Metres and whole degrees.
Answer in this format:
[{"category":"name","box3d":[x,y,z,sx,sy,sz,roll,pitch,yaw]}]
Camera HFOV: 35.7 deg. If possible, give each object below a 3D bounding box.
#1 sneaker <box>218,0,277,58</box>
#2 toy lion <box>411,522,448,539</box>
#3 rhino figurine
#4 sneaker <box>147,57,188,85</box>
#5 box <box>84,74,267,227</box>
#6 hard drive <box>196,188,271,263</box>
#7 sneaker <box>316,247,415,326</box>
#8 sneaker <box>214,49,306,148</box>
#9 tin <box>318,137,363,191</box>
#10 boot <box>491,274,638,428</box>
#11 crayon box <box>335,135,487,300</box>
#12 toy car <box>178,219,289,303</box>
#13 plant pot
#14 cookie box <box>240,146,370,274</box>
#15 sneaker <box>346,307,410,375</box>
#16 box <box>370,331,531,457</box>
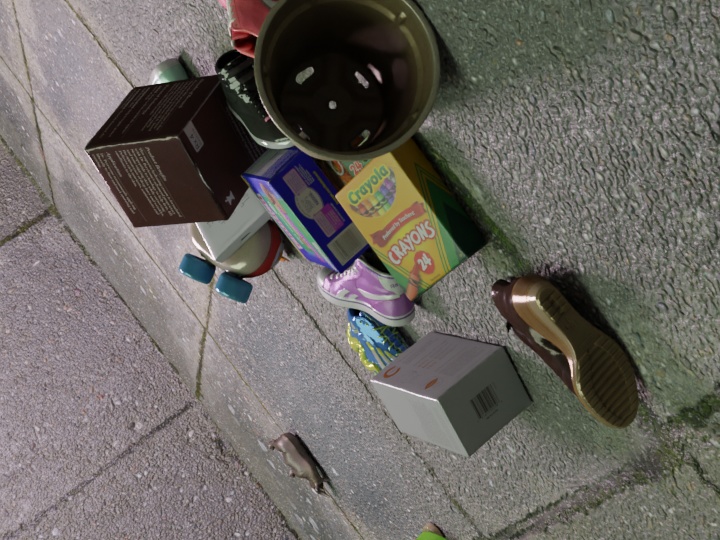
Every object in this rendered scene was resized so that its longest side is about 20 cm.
[{"category":"sneaker","box3d":[-0.146,-0.329,1.456,0.200,0.086,0.074,41,155,35]},{"category":"toy lion","box3d":[0.201,0.608,2.185,0.191,0.068,0.202,8,130,54]},{"category":"rhino figurine","box3d":[-0.142,0.480,2.745,0.201,0.060,0.088,50,149,5]},{"category":"sneaker","box3d":[-0.329,-0.275,1.961,0.119,0.073,0.200,60,158,5]},{"category":"box","box3d":[-0.284,-0.185,1.749,0.198,0.165,0.167,-2,131,31]},{"category":"hard drive","box3d":[-0.231,-0.132,1.851,0.026,0.132,0.201,20,-146,-56]},{"category":"sneaker","box3d":[0.001,0.000,1.677,0.199,0.072,0.115,18,136,43]},{"category":"sneaker","box3d":[-0.150,-0.250,1.609,0.200,0.070,0.100,42,162,42]},{"category":"tin","box3d":[0.015,-0.108,1.510,0.200,0.042,0.112,47,155,19]},{"category":"boot","box3d":[0.237,0.089,1.311,0.201,0.072,0.166,56,172,-5]},{"category":"crayon box","box3d":[0.052,-0.077,1.397,0.201,0.051,0.127,54,137,4]},{"category":"toy car","box3d":[-0.179,-0.043,1.933,0.176,0.186,0.199,24,-178,34]},{"category":"plant pot","box3d":[-0.024,-0.207,1.263,0.202,0.199,0.183,54,172,0]},{"category":"cookie box","box3d":[-0.081,-0.092,1.627,0.172,0.075,0.200,52,171,-16]},{"category":"sneaker","box3d":[0.033,0.115,1.762,0.199,0.075,0.106,35,151,45]},{"category":"box","box3d":[0.123,0.169,1.571,0.098,0.124,0.199,60,160,-17]}]
